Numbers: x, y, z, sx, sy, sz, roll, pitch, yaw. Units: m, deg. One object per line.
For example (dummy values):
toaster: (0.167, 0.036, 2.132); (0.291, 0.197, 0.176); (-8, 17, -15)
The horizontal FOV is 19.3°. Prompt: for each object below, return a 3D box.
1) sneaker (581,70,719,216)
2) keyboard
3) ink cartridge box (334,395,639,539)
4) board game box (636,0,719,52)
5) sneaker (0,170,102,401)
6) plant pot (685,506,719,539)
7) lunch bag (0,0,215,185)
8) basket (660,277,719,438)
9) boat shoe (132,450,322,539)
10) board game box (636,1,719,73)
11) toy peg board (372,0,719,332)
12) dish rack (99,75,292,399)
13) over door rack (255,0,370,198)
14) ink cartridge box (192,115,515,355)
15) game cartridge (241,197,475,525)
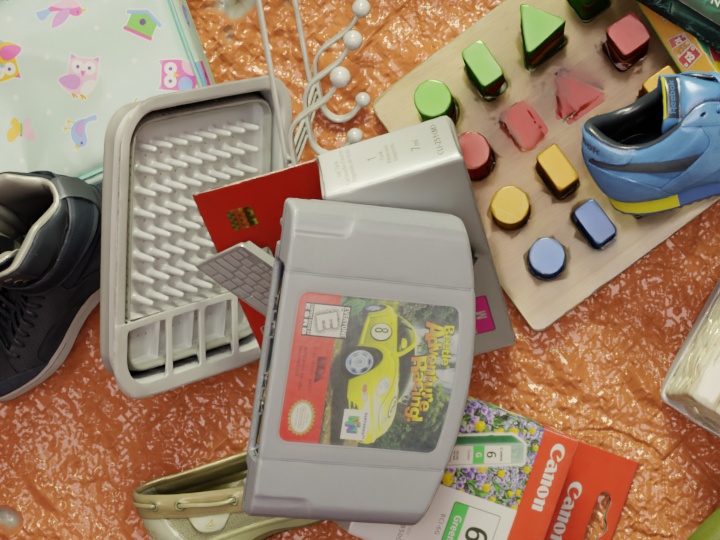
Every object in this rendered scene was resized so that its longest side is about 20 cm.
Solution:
sneaker: (0.236, -0.096, 1.337); (0.198, 0.079, 0.066); (-17, 48, 14)
keyboard: (-0.019, 0.042, 1.413); (0.199, 0.056, 0.011); (36, 51, -25)
ink cartridge box: (0.091, 0.149, 1.409); (0.199, 0.050, 0.110); (20, 89, -16)
board game box: (0.261, -0.200, 1.398); (0.199, 0.028, 0.136); (30, 61, -12)
sneaker: (-0.237, 0.010, 1.416); (0.202, 0.146, 0.077); (-47, 66, 21)
plant pot: (0.258, 0.245, 1.363); (0.199, 0.200, 0.194); (32, 80, 6)
lunch bag: (-0.204, -0.125, 1.472); (0.199, 0.077, 0.162); (-22, 89, 5)
basket: (0.303, 0.031, 1.391); (0.135, 0.123, 0.201); (30, 89, 5)
boat shoe: (-0.056, 0.137, 1.441); (0.199, 0.073, 0.063); (-24, 112, 10)
board game box: (0.200, -0.205, 1.428); (0.030, 0.095, 0.201); (-37, 83, 28)
toy peg board: (0.139, -0.097, 1.427); (0.199, 0.098, 0.200); (-36, 84, 3)
dish rack: (-0.115, -0.027, 1.410); (0.043, 0.171, 0.202); (16, 110, 36)
over door rack: (-0.039, -0.167, 1.386); (0.066, 0.148, 0.201); (-17, 112, 13)
ink cartridge box: (0.000, 0.000, 1.391); (0.172, 0.201, 0.044); (-17, 49, 3)
game cartridge: (0.003, 0.060, 1.319); (0.132, 0.041, 0.202); (4, 102, -20)
